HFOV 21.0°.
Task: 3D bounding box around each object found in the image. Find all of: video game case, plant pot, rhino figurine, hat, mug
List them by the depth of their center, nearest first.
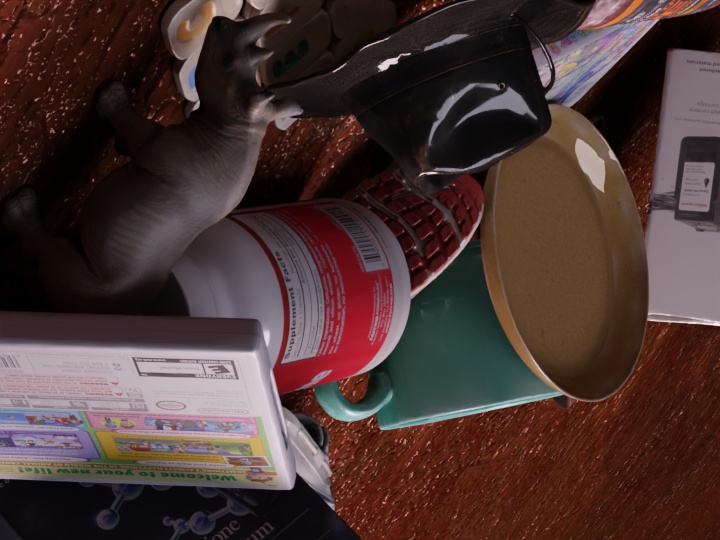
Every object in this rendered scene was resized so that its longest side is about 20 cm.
[{"bbox_3d":[-0.099,-0.052,0.989,0.200,0.087,0.060,-49,156,7],"label":"rhino figurine"},{"bbox_3d":[-0.140,0.070,1.032,0.183,0.198,0.022,82,11,-61],"label":"video game case"},{"bbox_3d":[0.048,-0.088,1.075,0.199,0.082,0.201,-17,176,-1],"label":"hat"},{"bbox_3d":[0.107,-0.116,1.283,0.199,0.018,0.143,-30,170,-36],"label":"video game case"},{"bbox_3d":[0.135,-0.011,1.313,0.027,0.202,0.199,-11,180,35],"label":"plant pot"},{"bbox_3d":[0.067,0.042,1.361,0.151,0.116,0.184,-14,173,31],"label":"mug"}]

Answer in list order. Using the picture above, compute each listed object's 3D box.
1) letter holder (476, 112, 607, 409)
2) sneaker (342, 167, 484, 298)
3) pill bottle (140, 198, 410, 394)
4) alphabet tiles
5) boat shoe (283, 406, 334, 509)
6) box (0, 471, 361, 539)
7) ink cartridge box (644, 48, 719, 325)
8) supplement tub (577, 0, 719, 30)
[{"bbox_3d":[0.175,-0.009,1.524,0.142,0.100,0.200,-42,156,-17],"label":"letter holder"},{"bbox_3d":[0.000,0.000,1.265,0.199,0.078,0.082,-37,169,22],"label":"sneaker"},{"bbox_3d":[-0.067,0.019,1.132,0.199,0.112,0.113,-9,137,-54],"label":"pill bottle"},{"bbox_3d":[-0.023,-0.158,1.050,0.195,0.015,0.200,-40,157,-15],"label":"alphabet tiles"},{"bbox_3d":[-0.052,0.135,1.406,0.066,0.071,0.200,-64,161,-8],"label":"boat shoe"},{"bbox_3d":[-0.113,0.164,1.171,0.148,0.200,0.107,-38,154,-20],"label":"box"},{"bbox_3d":[0.268,-0.059,1.483,0.145,0.083,0.202,-1,98,-75],"label":"ink cartridge box"},{"bbox_3d":[0.152,-0.200,1.170,0.199,0.107,0.107,-16,142,-50],"label":"supplement tub"}]
